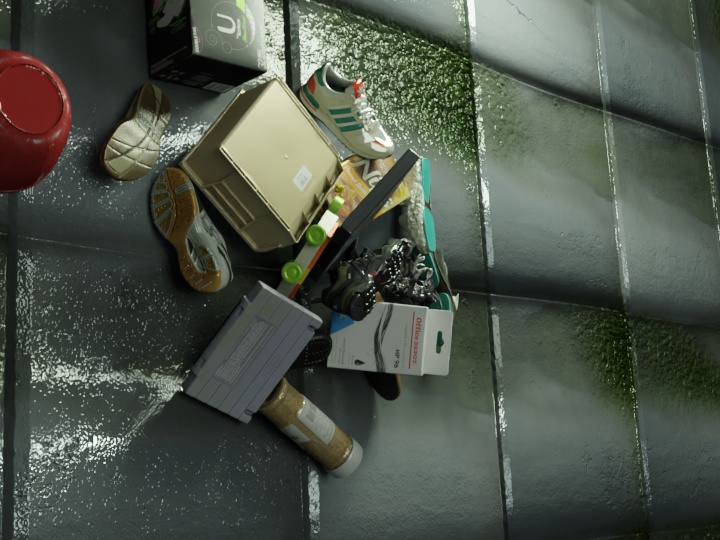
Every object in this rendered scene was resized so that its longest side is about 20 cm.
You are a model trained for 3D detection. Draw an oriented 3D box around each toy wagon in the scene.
[{"bbox_3d":[-0.074,-0.045,1.639,0.040,0.155,0.200,33,90,-4],"label":"toy wagon"}]

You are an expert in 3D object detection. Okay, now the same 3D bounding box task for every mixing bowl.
[{"bbox_3d":[-0.462,-0.213,1.373,0.200,0.108,0.201,14,70,-42],"label":"mixing bowl"}]

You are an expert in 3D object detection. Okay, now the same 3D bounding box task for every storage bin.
[{"bbox_3d":[-0.144,-0.165,1.617,0.199,0.094,0.200,51,45,-23],"label":"storage bin"}]

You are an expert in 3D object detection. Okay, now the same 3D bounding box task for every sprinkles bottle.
[{"bbox_3d":[-0.081,0.250,1.645,0.200,0.068,0.068,46,52,-28],"label":"sprinkles bottle"}]

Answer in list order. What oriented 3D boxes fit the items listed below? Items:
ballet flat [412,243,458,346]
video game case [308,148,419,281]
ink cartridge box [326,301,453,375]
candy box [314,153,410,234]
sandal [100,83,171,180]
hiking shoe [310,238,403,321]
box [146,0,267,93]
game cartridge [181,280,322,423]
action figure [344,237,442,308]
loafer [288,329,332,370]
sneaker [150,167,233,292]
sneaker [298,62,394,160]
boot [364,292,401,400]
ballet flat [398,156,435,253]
[{"bbox_3d":[0.149,0.039,1.929,0.068,0.068,0.201,-3,82,-53],"label":"ballet flat"},{"bbox_3d":[0.004,-0.088,1.670,0.025,0.181,0.200,40,58,0],"label":"video game case"},{"bbox_3d":[0.050,0.112,1.713,0.068,0.199,0.116,39,55,-84],"label":"ink cartridge box"},{"bbox_3d":[-0.008,-0.142,1.827,0.200,0.055,0.116,-34,104,-42],"label":"candy box"},{"bbox_3d":[-0.337,-0.200,1.533,0.080,0.054,0.200,47,37,-32],"label":"sandal"},{"bbox_3d":[0.000,0.000,1.694,0.200,0.100,0.076,-47,145,-47],"label":"hiking shoe"},{"bbox_3d":[-0.243,-0.400,1.620,0.148,0.124,0.201,4,78,-44],"label":"box"},{"bbox_3d":[-0.164,0.123,1.551,0.130,0.038,0.200,34,96,-29],"label":"game cartridge"},{"bbox_3d":[0.074,0.001,1.830,0.200,0.119,0.102,22,100,-30],"label":"action figure"},{"bbox_3d":[-0.144,0.124,1.630,0.200,0.071,0.073,-1,114,-34],"label":"loafer"},{"bbox_3d":[-0.254,-0.058,1.571,0.200,0.076,0.088,70,15,7],"label":"sneaker"},{"bbox_3d":[-0.012,-0.278,1.794,0.200,0.093,0.070,41,45,-2],"label":"sneaker"},{"bbox_3d":[0.037,0.125,1.797,0.075,0.074,0.200,-20,91,-51],"label":"boot"},{"bbox_3d":[0.101,-0.116,1.916,0.072,0.072,0.200,20,59,-39],"label":"ballet flat"}]
